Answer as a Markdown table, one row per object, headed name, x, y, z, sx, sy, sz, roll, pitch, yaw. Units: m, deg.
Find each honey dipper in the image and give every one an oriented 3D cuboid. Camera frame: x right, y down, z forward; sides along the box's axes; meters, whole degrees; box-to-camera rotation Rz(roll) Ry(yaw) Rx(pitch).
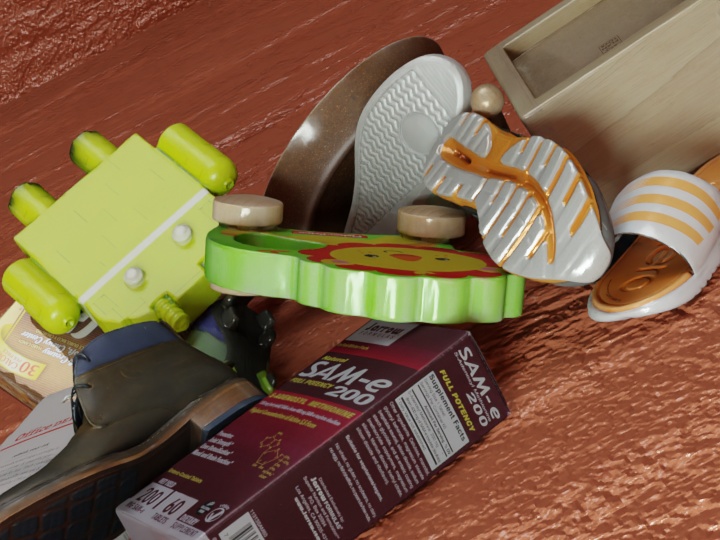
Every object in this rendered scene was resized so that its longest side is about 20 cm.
| name | x | y | z | sx | sy | sz | roll | pitch | yaw |
| --- | --- | --- | --- | --- | --- | --- | --- | --- | --- |
| honey dipper | 0.103 | -0.094 | 1.145 | 0.038 | 0.038 | 0.200 | -26 | -14 | 5 |

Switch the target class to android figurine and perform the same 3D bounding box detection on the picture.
| name | x | y | z | sx | sy | sz | roll | pitch | yaw |
| --- | --- | --- | --- | --- | --- | --- | --- | --- | --- |
| android figurine | -0.167 | -0.025 | 1.173 | 0.182 | 0.041 | 0.200 | -41 | 53 | -13 |

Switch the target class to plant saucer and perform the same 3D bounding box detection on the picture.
| name | x | y | z | sx | sy | sz | roll | pitch | yaw |
| --- | --- | --- | --- | --- | --- | --- | --- | --- | --- |
| plant saucer | 0.006 | -0.084 | 1.226 | 0.200 | 0.034 | 0.200 | -43 | -21 | -20 |

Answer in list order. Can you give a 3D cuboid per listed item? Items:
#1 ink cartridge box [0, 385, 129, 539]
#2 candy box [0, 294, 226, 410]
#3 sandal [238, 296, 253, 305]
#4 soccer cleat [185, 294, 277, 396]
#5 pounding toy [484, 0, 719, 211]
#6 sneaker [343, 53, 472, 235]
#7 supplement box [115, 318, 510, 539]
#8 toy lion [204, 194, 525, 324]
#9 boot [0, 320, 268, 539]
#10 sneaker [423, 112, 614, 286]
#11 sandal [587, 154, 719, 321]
| name | x | y | z | sx | sy | sz | roll | pitch | yaw |
| --- | --- | --- | --- | --- | --- | --- | --- | --- | --- |
| ink cartridge box | -0.193 | 0.147 | 1.007 | 0.116 | 0.068 | 0.200 | -20 | 22 | 35 |
| candy box | -0.176 | 0.024 | 1.201 | 0.115 | 0.055 | 0.200 | 29 | 69 | 29 |
| sandal | -0.092 | -0.005 | 1.273 | 0.200 | 0.082 | 0.055 | -29 | -5 | -27 |
| soccer cleat | -0.097 | 0.089 | 1.092 | 0.084 | 0.065 | 0.200 | -53 | 14 | 22 |
| pounding toy | 0.208 | -0.134 | 1.154 | 0.184 | 0.142 | 0.200 | -33 | 22 | 8 |
| sneaker | 0.053 | -0.089 | 1.169 | 0.118 | 0.074 | 0.201 | -38 | -23 | -42 |
| supplement box | -0.026 | 0.107 | 0.915 | 0.200 | 0.061 | 0.109 | -35 | 19 | -24 |
| toy lion | 0.000 | 0.000 | 1.022 | 0.200 | 0.069 | 0.192 | 4 | 10 | -2 |
| boot | -0.155 | 0.097 | 0.948 | 0.200 | 0.075 | 0.097 | -24 | 53 | -38 |
| sneaker | 0.111 | -0.040 | 1.007 | 0.078 | 0.077 | 0.200 | -54 | 29 | 10 |
| sandal | 0.190 | -0.039 | 1.001 | 0.079 | 0.059 | 0.207 | -11 | 25 | 41 |
